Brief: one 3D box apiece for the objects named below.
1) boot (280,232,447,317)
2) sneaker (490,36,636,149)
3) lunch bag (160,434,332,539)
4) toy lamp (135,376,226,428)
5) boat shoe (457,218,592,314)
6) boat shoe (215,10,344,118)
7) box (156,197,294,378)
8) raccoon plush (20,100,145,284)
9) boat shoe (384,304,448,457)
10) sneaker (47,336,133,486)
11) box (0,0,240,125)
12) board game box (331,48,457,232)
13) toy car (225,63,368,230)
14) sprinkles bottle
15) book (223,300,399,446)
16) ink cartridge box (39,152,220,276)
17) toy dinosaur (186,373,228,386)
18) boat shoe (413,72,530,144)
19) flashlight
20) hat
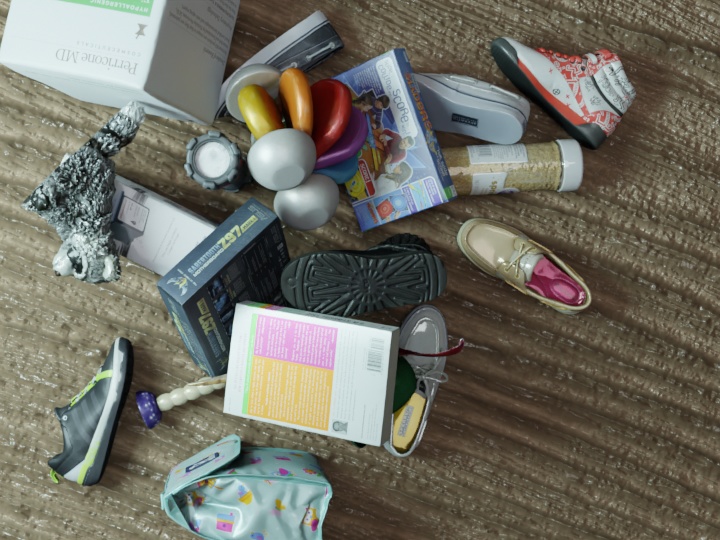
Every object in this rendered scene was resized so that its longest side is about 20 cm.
[{"bbox_3d":[0.001,0.003,1.343,0.209,0.158,0.080,0,102,-8],"label":"boot"},{"bbox_3d":[0.272,-0.264,1.411,0.201,0.067,0.108,41,86,-8],"label":"sneaker"},{"bbox_3d":[-0.146,0.278,1.325,0.198,0.170,0.123,10,91,-8],"label":"lunch bag"},{"bbox_3d":[-0.187,0.145,1.379,0.199,0.058,0.059,-22,92,-2],"label":"toy lamp"},{"bbox_3d":[0.222,-0.008,1.406,0.199,0.069,0.074,29,88,-5],"label":"boat shoe"},{"bbox_3d":[-0.108,-0.250,1.378,0.200,0.072,0.068,-39,92,-11],"label":"boat shoe"},{"bbox_3d":[-0.153,0.028,1.295,0.051,0.200,0.158,35,68,25],"label":"box"},{"bbox_3d":[-0.281,-0.078,1.206,0.200,0.097,0.134,-44,102,-1],"label":"raccoon plush"},{"bbox_3d":[0.070,0.145,1.386,0.074,0.086,0.204,17,90,-5],"label":"boat shoe"},{"bbox_3d":[-0.347,0.177,1.356,0.082,0.072,0.202,16,89,-4],"label":"sneaker"},{"bbox_3d":[-0.280,-0.288,1.270,0.198,0.200,0.173,13,90,16],"label":"box"},{"bbox_3d":[0.029,-0.165,1.368,0.135,0.034,0.201,-17,94,32],"label":"board game box"},{"bbox_3d":[-0.066,-0.165,1.304,0.149,0.200,0.176,-25,55,3],"label":"toy car"},{"bbox_3d":[0.188,-0.134,1.403,0.198,0.068,0.069,-3,91,-5],"label":"sprinkles bottle"},{"bbox_3d":[-0.057,0.116,1.235,0.199,0.048,0.135,10,101,22],"label":"book"},{"bbox_3d":[-0.277,-0.061,1.322,0.199,0.146,0.086,25,91,-4],"label":"ink cartridge box"},{"bbox_3d":[-0.101,0.136,1.335,0.199,0.060,0.107,24,99,-38],"label":"toy dinosaur"},{"bbox_3d":[0.125,-0.223,1.401,0.199,0.074,0.066,22,50,6],"label":"boat shoe"},{"bbox_3d":[-0.173,-0.127,1.303,0.068,0.200,0.068,-28,93,-3],"label":"flashlight"},{"bbox_3d":[0.060,0.122,1.311,0.175,0.200,0.167,-15,116,10],"label":"hat"}]
